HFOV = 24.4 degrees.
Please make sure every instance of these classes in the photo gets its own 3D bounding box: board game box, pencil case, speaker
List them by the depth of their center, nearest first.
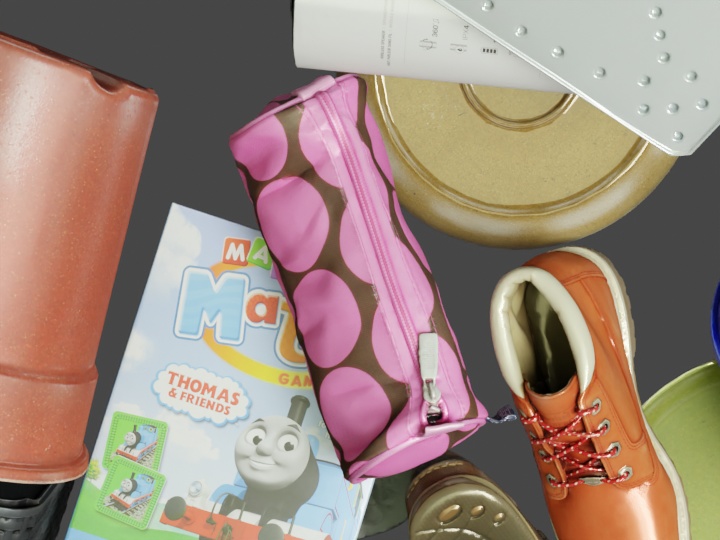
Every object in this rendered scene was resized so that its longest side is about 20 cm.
[{"bbox_3d":[0.118,-0.169,0.709,0.199,0.026,0.200,32,132,-9],"label":"board game box"},{"bbox_3d":[0.066,-0.130,0.820,0.197,0.081,0.082,5,102,4],"label":"speaker"},{"bbox_3d":[0.000,0.000,0.839,0.090,0.094,0.202,-21,80,-9],"label":"pencil case"},{"bbox_3d":[-0.061,0.083,0.895,0.149,0.037,0.202,17,84,1],"label":"board game box"}]

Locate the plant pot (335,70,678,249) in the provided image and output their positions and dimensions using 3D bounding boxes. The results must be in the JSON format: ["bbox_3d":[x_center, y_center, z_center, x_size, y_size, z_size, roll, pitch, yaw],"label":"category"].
[{"bbox_3d":[0.084,-0.108,0.877,0.197,0.028,0.203,1,102,5],"label":"plant pot"}]

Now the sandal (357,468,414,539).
[{"bbox_3d":[-0.064,0.139,0.928,0.198,0.045,0.076,-18,99,8],"label":"sandal"}]

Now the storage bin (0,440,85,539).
[{"bbox_3d":[-0.263,0.115,0.893,0.198,0.135,0.095,20,102,1],"label":"storage bin"}]

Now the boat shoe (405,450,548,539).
[{"bbox_3d":[0.088,0.177,0.915,0.072,0.068,0.201,-30,114,7],"label":"boat shoe"}]

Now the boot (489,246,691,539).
[{"bbox_3d":[0.112,0.088,0.850,0.074,0.107,0.202,-17,85,20],"label":"boot"}]

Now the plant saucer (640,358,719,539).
[{"bbox_3d":[0.223,0.138,0.913,0.197,0.031,0.203,1,100,4],"label":"plant saucer"}]

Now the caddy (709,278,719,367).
[{"bbox_3d":[0.258,0.045,0.822,0.140,0.105,0.202,-15,59,-8],"label":"caddy"}]

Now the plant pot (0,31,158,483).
[{"bbox_3d":[-0.200,-0.023,0.842,0.199,0.201,0.197,20,95,0],"label":"plant pot"}]
